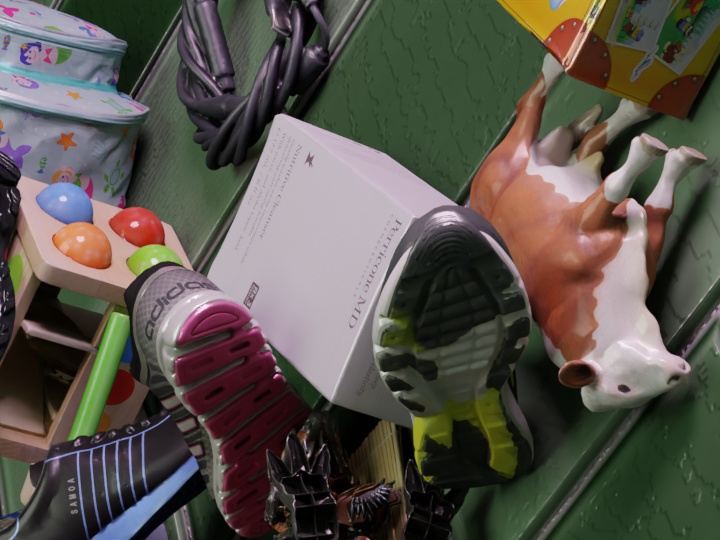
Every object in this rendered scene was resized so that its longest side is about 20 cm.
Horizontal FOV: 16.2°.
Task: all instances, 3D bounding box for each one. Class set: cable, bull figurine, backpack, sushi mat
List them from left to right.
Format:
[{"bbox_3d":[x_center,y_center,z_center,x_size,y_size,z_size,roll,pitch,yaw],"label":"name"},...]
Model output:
[{"bbox_3d":[-0.245,-0.115,1.800,0.200,0.177,0.151,41,115,56],"label":"backpack"},{"bbox_3d":[-0.072,-0.160,1.653,0.164,0.051,0.201,-61,32,31],"label":"cable"},{"bbox_3d":[0.005,0.181,1.341,0.096,0.012,0.201,-46,38,39],"label":"sushi mat"},{"bbox_3d":[0.109,-0.020,1.211,0.122,0.065,0.200,-60,32,15],"label":"bull figurine"}]

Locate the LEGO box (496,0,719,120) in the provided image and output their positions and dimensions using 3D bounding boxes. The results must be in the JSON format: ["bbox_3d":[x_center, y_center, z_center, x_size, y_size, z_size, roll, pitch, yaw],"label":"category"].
[{"bbox_3d":[0.145,-0.200,1.231,0.201,0.077,0.149,-63,29,17],"label":"LEGO box"}]

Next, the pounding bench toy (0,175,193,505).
[{"bbox_3d":[-0.178,0.050,1.634,0.157,0.124,0.200,-62,30,19],"label":"pounding bench toy"}]

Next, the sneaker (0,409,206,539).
[{"bbox_3d":[-0.141,0.118,1.497,0.200,0.078,0.070,-43,-10,-5],"label":"sneaker"}]

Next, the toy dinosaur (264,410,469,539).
[{"bbox_3d":[-0.009,0.156,1.302,0.201,0.102,0.136,63,147,29],"label":"toy dinosaur"}]

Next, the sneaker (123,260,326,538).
[{"bbox_3d":[-0.078,0.066,1.396,0.074,0.200,0.087,-35,48,-11],"label":"sneaker"}]

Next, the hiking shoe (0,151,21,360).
[{"bbox_3d":[-0.260,0.018,1.607,0.087,0.074,0.201,-48,26,50],"label":"hiking shoe"}]

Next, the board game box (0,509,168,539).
[{"bbox_3d":[-0.246,0.201,1.605,0.200,0.199,0.041,-2,103,61],"label":"board game box"}]

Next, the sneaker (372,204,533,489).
[{"bbox_3d":[0.039,0.026,1.211,0.201,0.074,0.085,84,176,-53],"label":"sneaker"}]

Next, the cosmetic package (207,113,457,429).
[{"bbox_3d":[0.000,0.000,1.381,0.113,0.081,0.200,-67,27,7],"label":"cosmetic package"}]
